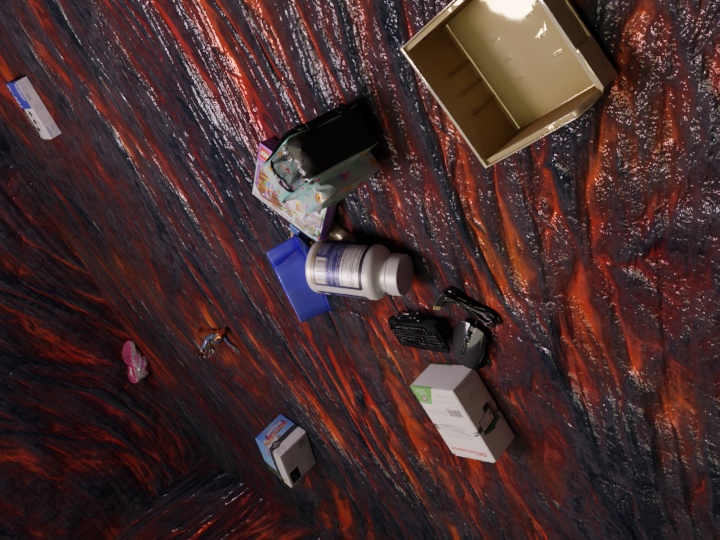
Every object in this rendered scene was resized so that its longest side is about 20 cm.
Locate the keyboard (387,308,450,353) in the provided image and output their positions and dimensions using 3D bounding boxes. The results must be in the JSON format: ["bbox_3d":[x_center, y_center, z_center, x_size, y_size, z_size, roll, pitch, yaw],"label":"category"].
[{"bbox_3d":[0.106,0.131,1.551,0.200,0.040,0.104,-3,116,62],"label":"keyboard"}]

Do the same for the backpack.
[{"bbox_3d":[-0.075,-0.190,1.301,0.200,0.176,0.154,-5,118,60],"label":"backpack"}]

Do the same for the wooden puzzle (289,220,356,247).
[{"bbox_3d":[-0.096,-0.049,1.628,0.185,0.046,0.200,39,149,17],"label":"wooden puzzle"}]

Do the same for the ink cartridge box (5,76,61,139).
[{"bbox_3d":[-1.047,-0.519,2.348,0.094,0.044,0.200,10,133,46],"label":"ink cartridge box"}]

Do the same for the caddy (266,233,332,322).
[{"bbox_3d":[-0.122,0.015,1.597,0.141,0.105,0.200,54,169,48],"label":"caddy"}]

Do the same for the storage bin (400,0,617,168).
[{"bbox_3d":[0.188,-0.266,0.938,0.200,0.094,0.198,53,151,-8],"label":"storage bin"}]

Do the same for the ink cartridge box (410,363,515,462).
[{"bbox_3d":[0.221,0.306,1.586,0.146,0.084,0.200,-5,122,56],"label":"ink cartridge box"}]

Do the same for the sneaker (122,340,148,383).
[{"bbox_3d":[-1.055,0.422,3.449,0.081,0.088,0.201,-5,99,39],"label":"sneaker"}]

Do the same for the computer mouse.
[{"bbox_3d":[0.192,0.122,1.445,0.140,0.046,0.200,34,148,21],"label":"computer mouse"}]

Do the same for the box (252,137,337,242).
[{"bbox_3d":[-0.136,-0.167,1.522,0.200,0.039,0.137,37,137,20],"label":"box"}]

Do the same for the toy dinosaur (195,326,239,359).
[{"bbox_3d":[-0.502,0.226,2.472,0.200,0.105,0.182,51,133,21],"label":"toy dinosaur"}]

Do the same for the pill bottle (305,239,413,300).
[{"bbox_3d":[0.000,0.000,1.467,0.199,0.111,0.111,7,133,28],"label":"pill bottle"}]

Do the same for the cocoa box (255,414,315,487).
[{"bbox_3d":[-0.261,0.633,2.576,0.131,0.133,0.200,27,144,34],"label":"cocoa box"}]
